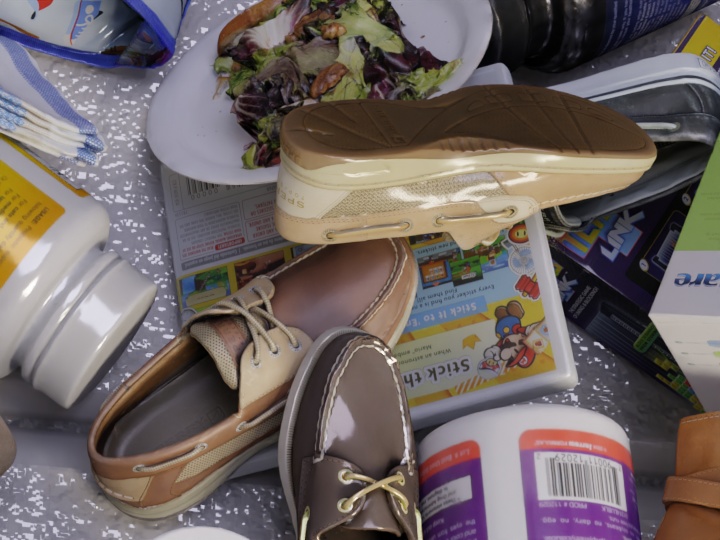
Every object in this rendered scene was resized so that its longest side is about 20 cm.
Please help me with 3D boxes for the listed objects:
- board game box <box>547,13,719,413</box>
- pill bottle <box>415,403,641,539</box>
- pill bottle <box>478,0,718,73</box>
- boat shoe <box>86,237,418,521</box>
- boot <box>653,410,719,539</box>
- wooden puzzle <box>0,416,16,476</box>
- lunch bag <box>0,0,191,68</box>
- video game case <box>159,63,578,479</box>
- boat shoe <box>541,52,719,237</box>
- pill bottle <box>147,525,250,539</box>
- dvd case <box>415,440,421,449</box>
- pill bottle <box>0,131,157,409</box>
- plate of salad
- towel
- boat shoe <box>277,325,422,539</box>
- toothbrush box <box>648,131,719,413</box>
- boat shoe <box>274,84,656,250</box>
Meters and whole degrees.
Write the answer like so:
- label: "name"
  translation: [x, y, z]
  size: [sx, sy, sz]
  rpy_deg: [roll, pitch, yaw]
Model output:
- label: "board game box"
  translation: [0.210, -0.025, 1.288]
  size: [0.165, 0.057, 0.200]
  rpy_deg: [35, 60, 5]
- label: "pill bottle"
  translation: [0.086, 0.177, 1.087]
  size: [0.111, 0.112, 0.201]
  rpy_deg: [4, 63, -15]
- label: "pill bottle"
  translation: [0.132, -0.182, 1.311]
  size: [0.199, 0.112, 0.112]
  rpy_deg: [-26, 74, -27]
- label: "boat shoe"
  translation: [-0.054, 0.046, 1.118]
  size: [0.200, 0.072, 0.076]
  rpy_deg: [-43, 64, -4]
- label: "boot"
  translation: [0.234, 0.142, 1.055]
  size: [0.198, 0.077, 0.156]
  rpy_deg: [-1, 57, 17]
- label: "wooden puzzle"
  translation: [-0.291, 0.062, 1.062]
  size: [0.185, 0.046, 0.201]
  rpy_deg: [-36, 99, -14]
- label: "lunch bag"
  translation: [-0.174, -0.219, 1.235]
  size: [0.199, 0.124, 0.171]
  rpy_deg: [23, 59, -20]
- label: "video game case"
  translation: [0.000, 0.000, 1.174]
  size: [0.199, 0.023, 0.183]
  rpy_deg: [-15, 65, 10]
- label: "boat shoe"
  translation: [0.102, -0.055, 1.203]
  size: [0.072, 0.199, 0.071]
  rpy_deg: [52, 25, -36]
- label: "pill bottle"
  translation: [-0.090, 0.186, 1.004]
  size: [0.111, 0.200, 0.113]
  rpy_deg: [7, 62, -13]
- label: "dvd case"
  translation: [0.047, 0.187, 1.148]
  size: [0.149, 0.025, 0.201]
  rpy_deg: [11, 62, -12]
- label: "pill bottle"
  translation: [-0.203, -0.020, 1.128]
  size: [0.199, 0.109, 0.109]
  rpy_deg: [36, 59, 4]
- label: "plate of salad"
  translation: [-0.026, -0.116, 1.207]
  size: [0.199, 0.048, 0.201]
  rpy_deg: [-15, 35, 11]
- label: "towel"
  translation: [-0.229, -0.122, 1.127]
  size: [0.199, 0.024, 0.147]
  rpy_deg: [27, 11, -40]
- label: "boat shoe"
  translation: [-0.001, 0.126, 1.078]
  size: [0.071, 0.059, 0.202]
  rpy_deg: [9, 82, -24]
- label: "toothbrush box"
  translation: [0.240, -0.009, 1.166]
  size: [0.146, 0.086, 0.201]
  rpy_deg: [55, 50, -39]
- label: "boat shoe"
  translation: [0.051, -0.048, 1.121]
  size: [0.198, 0.065, 0.071]
  rpy_deg: [-2, 34, -18]
